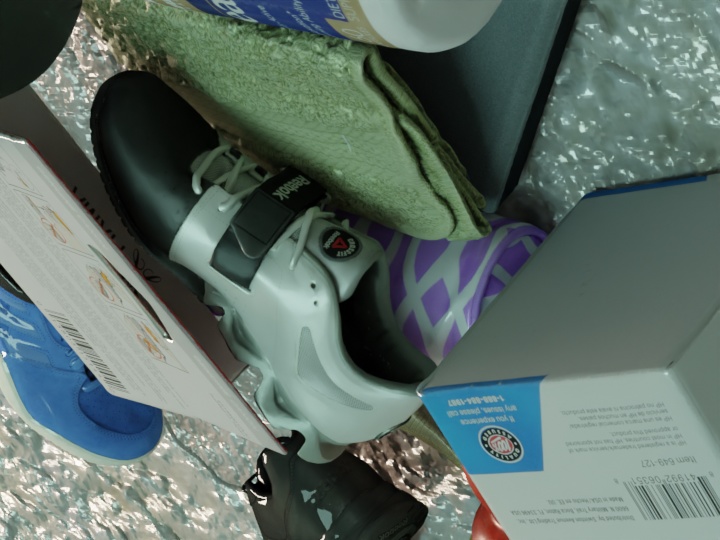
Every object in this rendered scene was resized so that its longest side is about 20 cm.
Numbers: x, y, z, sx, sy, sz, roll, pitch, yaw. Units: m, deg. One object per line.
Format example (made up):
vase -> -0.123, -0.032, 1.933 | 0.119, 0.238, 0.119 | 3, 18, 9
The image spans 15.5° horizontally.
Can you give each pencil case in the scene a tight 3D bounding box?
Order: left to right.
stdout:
pencil case -> 0.000, 0.000, 1.239 | 0.199, 0.085, 0.085 | 16, 175, 35

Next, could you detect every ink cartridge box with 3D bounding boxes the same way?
ink cartridge box -> -0.120, -0.011, 1.211 | 0.176, 0.045, 0.200 | 13, 146, 55
ink cartridge box -> 0.157, 0.080, 1.116 | 0.147, 0.145, 0.201 | -8, 121, 47

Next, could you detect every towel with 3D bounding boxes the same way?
towel -> -0.041, -0.078, 1.159 | 0.199, 0.037, 0.149 | 21, 156, 42

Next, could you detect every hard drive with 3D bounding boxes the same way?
hard drive -> 0.026, -0.129, 1.122 | 0.139, 0.033, 0.201 | 33, 143, 13

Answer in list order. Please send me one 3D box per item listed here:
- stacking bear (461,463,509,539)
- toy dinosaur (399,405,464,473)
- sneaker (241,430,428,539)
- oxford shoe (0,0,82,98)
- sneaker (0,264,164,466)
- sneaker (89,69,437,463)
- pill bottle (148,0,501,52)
stacking bear -> 0.101, 0.136, 1.264 | 0.121, 0.114, 0.201 | 8, 127, 38
toy dinosaur -> 0.007, 0.057, 1.327 | 0.199, 0.058, 0.101 | 31, 159, 11
sneaker -> -0.021, 0.132, 1.387 | 0.091, 0.076, 0.200 | 45, 157, 10
oxford shoe -> -0.179, -0.103, 1.105 | 0.071, 0.072, 0.200 | 18, 148, -31
sneaker -> -0.154, 0.020, 1.402 | 0.111, 0.077, 0.201 | -12, 115, 55
sneaker -> -0.035, -0.014, 1.153 | 0.088, 0.074, 0.200 | -25, 109, 42
pill bottle -> -0.041, -0.154, 1.037 | 0.199, 0.111, 0.112 | 14, 135, 34
